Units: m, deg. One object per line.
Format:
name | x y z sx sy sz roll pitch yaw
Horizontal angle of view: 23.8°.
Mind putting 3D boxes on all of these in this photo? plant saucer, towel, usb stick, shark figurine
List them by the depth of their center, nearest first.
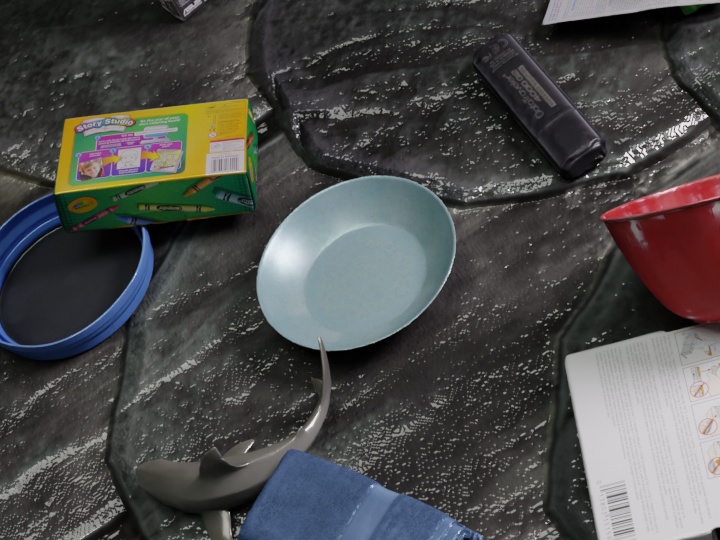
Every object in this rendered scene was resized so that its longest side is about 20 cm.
towel | -0.003 0.232 1.451 0.200 0.049 0.112 21 66 33
shark figurine | -0.101 0.161 1.523 0.214 0.090 0.128 -31 51 2
plant saucer | 0.000 0.000 1.628 0.200 0.039 0.202 -11 52 15
usb stick | 0.173 -0.163 1.678 0.055 0.033 0.200 -37 49 4

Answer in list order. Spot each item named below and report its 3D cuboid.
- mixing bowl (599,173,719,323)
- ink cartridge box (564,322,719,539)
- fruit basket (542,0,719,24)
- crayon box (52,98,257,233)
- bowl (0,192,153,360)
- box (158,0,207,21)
mixing bowl | 0.312 -0.021 1.433 0.199 0.200 0.109 -17 95 2
ink cartridge box | 0.268 0.138 1.405 0.173 0.044 0.201 -15 50 12
fruit basket | 0.294 -0.323 1.723 0.199 0.094 0.186 -8 51 38
crayon box | -0.207 -0.108 1.749 0.199 0.058 0.119 -6 44 4
bowl | -0.304 0.004 1.757 0.200 0.039 0.201 -12 52 16
box | -0.170 -0.402 1.923 0.200 0.158 0.050 -43 50 -9
